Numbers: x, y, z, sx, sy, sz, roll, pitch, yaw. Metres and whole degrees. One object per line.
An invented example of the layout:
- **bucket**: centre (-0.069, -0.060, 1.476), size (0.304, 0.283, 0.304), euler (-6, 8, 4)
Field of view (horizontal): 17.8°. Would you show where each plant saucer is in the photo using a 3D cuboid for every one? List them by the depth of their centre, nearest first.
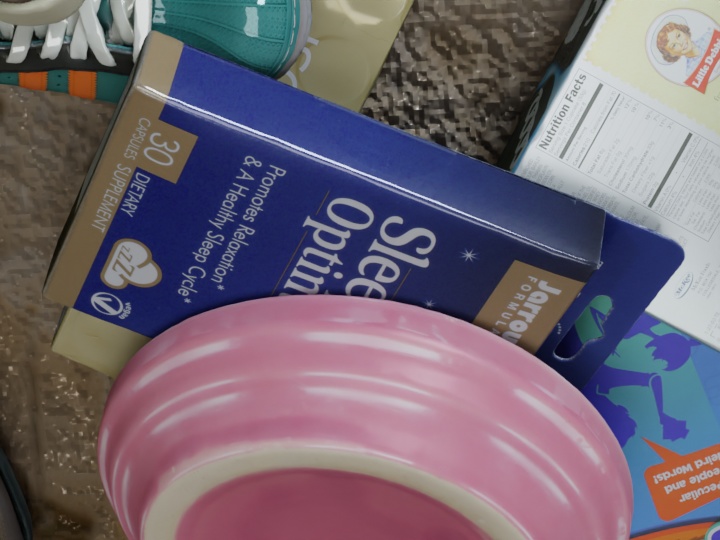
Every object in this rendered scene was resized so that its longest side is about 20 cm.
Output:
- **plant saucer**: centre (-0.002, 0.091, 0.837), size (0.200, 0.051, 0.201), euler (8, 138, 7)

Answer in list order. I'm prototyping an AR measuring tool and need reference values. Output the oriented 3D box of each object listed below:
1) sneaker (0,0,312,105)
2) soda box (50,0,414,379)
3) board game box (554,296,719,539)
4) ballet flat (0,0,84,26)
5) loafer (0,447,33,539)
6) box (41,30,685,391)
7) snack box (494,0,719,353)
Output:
- **sneaker**: centre (-0.117, -0.091, 0.787), size (0.199, 0.080, 0.072), euler (8, 102, 26)
- **soda box**: centre (-0.044, -0.050, 0.851), size (0.068, 0.064, 0.200), euler (24, 114, -8)
- **board game box**: centre (0.084, 0.077, 0.912), size (0.152, 0.045, 0.201), euler (-19, 113, 11)
- **ballet flat**: centre (-0.119, -0.175, 0.732), size (0.069, 0.069, 0.201), euler (-12, 89, 9)
- **loafer**: centre (-0.181, 0.065, 0.894), size (0.072, 0.063, 0.200), euler (-18, 124, 10)
- **box**: centre (0.000, 0.000, 0.797), size (0.199, 0.032, 0.121), euler (20, 139, -10)
- **snack box**: centre (0.138, -0.079, 0.814), size (0.116, 0.037, 0.201), euler (28, 98, -10)
